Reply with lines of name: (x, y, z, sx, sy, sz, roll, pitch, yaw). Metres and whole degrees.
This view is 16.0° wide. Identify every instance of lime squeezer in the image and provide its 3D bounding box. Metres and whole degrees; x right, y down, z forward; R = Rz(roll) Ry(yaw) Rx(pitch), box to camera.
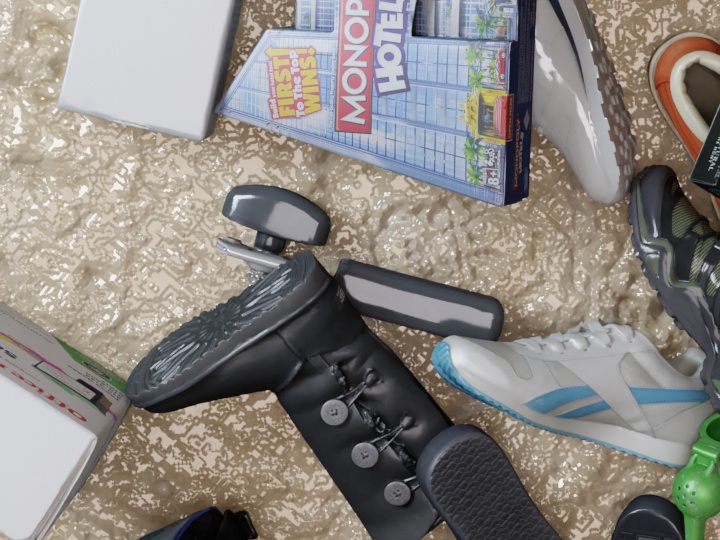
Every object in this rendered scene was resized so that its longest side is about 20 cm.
lime squeezer: (0.240, 0.127, 1.660, 0.071, 0.038, 0.200, 30, 80, -35)

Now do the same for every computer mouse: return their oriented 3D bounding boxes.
computer mouse: (0.191, 0.245, 1.715, 0.059, 0.034, 0.200, 9, 104, 20)

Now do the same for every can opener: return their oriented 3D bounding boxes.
can opener: (0.000, 0.000, 1.684, 0.200, 0.053, 0.067, 19, 97, 0)

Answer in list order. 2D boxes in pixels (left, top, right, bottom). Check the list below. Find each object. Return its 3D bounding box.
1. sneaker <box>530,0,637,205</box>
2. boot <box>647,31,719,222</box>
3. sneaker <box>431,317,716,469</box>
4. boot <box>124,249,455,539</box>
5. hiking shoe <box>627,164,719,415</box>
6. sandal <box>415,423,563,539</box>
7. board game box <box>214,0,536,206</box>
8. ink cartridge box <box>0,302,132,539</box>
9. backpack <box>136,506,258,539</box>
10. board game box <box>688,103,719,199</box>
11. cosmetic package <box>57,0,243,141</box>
sneaker: (0.119, -0.132, 1.665, 0.080, 0.076, 0.200, -21, 88, 13)
boot: (0.255, -0.063, 1.644, 0.075, 0.107, 0.200, -38, 95, 3)
sneaker: (0.140, 0.067, 1.664, 0.200, 0.077, 0.081, 16, 94, -22)
boot: (-0.033, 0.105, 1.682, 0.165, 0.066, 0.200, -31, 115, 20)
hiking shoe: (0.246, 0.010, 1.636, 0.101, 0.076, 0.200, -31, 74, 16)
sandal: (0.094, 0.180, 1.685, 0.076, 0.043, 0.200, -30, 117, -14)
board game box: (0.009, -0.148, 1.636, 0.200, 0.062, 0.200, 4, 99, 19)
ink cartridge box: (-0.232, 0.086, 1.628, 0.145, 0.200, 0.084, 32, 96, -1)
backpack: (-0.125, 0.274, 1.643, 0.147, 0.200, 0.183, -29, 96, 24)
board game box: (0.300, -0.078, 1.609, 0.200, 0.028, 0.135, 27, 83, -38)
cosmetic package: (-0.124, -0.192, 1.662, 0.102, 0.074, 0.200, 14, 98, 1)
